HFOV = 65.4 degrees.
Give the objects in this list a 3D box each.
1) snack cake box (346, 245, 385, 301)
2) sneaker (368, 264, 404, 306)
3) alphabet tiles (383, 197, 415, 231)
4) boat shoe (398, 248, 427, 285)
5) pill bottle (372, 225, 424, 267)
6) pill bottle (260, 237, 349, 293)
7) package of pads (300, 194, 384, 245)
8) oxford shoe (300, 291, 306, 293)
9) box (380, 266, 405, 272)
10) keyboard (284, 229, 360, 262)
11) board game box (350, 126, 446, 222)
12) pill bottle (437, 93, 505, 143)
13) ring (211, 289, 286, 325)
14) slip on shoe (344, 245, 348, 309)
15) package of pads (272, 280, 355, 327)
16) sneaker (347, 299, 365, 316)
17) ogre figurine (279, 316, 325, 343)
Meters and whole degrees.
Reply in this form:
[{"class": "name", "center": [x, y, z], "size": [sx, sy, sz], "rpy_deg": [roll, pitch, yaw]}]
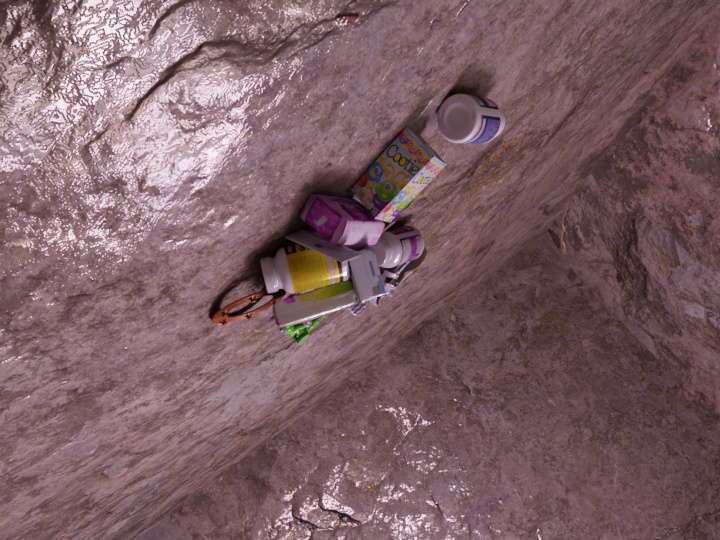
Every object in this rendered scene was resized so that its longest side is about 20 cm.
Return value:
[{"class": "snack cake box", "center": [0.000, 0.000, 1.401], "size": [0.066, 0.116, 0.200], "rpy_deg": [-17, -171, -7]}, {"class": "sneaker", "center": [0.101, 0.041, 1.925], "size": [0.200, 0.089, 0.074], "rpy_deg": [-47, 156, 18]}, {"class": "alphabet tiles", "center": [0.089, -0.150, 1.502], "size": [0.200, 0.008, 0.168], "rpy_deg": [-37, -166, 51]}, {"class": "boat shoe", "center": [0.179, -0.018, 2.099], "size": [0.201, 0.072, 0.066], "rpy_deg": [-48, 171, 25]}, {"class": "pill bottle", "center": [0.103, -0.070, 1.733], "size": [0.199, 0.113, 0.113], "rpy_deg": [-17, 152, -50]}, {"class": "pill bottle", "center": [-0.132, -0.010, 1.334], "size": [0.197, 0.114, 0.113], "rpy_deg": [-14, 157, -9]}, {"class": "package of pads", "center": [-0.036, -0.117, 1.317], "size": [0.076, 0.120, 0.199], "rpy_deg": [-59, 157, 18]}, {"class": "oxford shoe", "center": [-0.158, 0.016, 1.468], "size": [0.057, 0.076, 0.199], "rpy_deg": [-24, 165, 24]}, {"class": "box", "center": [0.108, -0.009, 2.014], "size": [0.200, 0.038, 0.136], "rpy_deg": [-48, 161, 23]}, {"class": "keyboard", "center": [-0.090, -0.057, 1.276], "size": [0.056, 0.199, 0.011], "rpy_deg": [-28, 127, -38]}, {"class": "board game box", "center": [0.092, -0.226, 1.350], "size": [0.200, 0.103, 0.105], "rpy_deg": [-46, 162, 18]}, {"class": "pill bottle", "center": [0.281, -0.369, 1.379], "size": [0.199, 0.111, 0.111], "rpy_deg": [-15, 150, -52]}, {"class": "ring", "center": [-0.279, 0.096, 1.423], "size": [0.198, 0.019, 0.201], "rpy_deg": [-24, 167, -6]}, {"class": "slip on shoe", "center": [-0.033, 0.004, 1.537], "size": [0.073, 0.203, 0.061], "rpy_deg": [5, 174, -27]}, {"class": "package of pads", "center": [-0.120, 0.086, 1.406], "size": [0.198, 0.069, 0.154], "rpy_deg": [-16, 176, -13]}, {"class": "sneaker", "center": [-0.063, 0.043, 1.603], "size": [0.074, 0.202, 0.082], "rpy_deg": [-35, -160, -26]}, {"class": "ogre figurine", "center": [-0.182, 0.152, 1.721], "size": [0.120, 0.098, 0.200], "rpy_deg": [-52, 173, 2]}]
